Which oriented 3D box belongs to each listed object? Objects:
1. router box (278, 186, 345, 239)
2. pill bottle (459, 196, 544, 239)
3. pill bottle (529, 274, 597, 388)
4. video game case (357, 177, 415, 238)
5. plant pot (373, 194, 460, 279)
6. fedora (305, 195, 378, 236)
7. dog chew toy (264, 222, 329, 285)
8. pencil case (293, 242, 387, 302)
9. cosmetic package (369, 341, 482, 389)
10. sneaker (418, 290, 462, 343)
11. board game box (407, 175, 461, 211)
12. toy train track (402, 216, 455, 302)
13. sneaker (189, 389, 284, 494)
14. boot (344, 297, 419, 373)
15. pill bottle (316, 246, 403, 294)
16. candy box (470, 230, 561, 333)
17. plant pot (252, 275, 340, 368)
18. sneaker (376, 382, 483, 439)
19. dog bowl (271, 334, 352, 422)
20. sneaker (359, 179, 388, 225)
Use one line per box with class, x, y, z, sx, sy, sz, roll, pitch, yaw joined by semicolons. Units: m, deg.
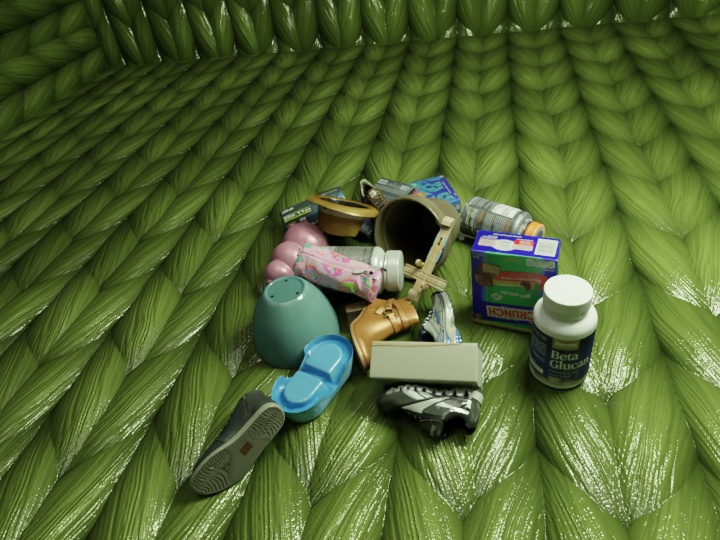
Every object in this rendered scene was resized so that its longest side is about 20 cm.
router box;-0.121;-0.144;1.514;0.198;0.063;0.150;-23;38;-2
pill bottle;0.355;-0.109;1.351;0.199;0.107;0.106;26;50;37
pill bottle;0.371;0.111;0.990;0.110;0.202;0.112;-6;37;5
video game case;0.043;-0.181;1.528;0.200;0.019;0.142;-47;41;-16
plant pot;0.159;-0.103;1.339;0.198;0.202;0.173;17;29;31
fedora;-0.049;-0.135;1.364;0.198;0.083;0.201;10;14;-2
dog chew toy;-0.167;-0.029;1.362;0.124;0.125;0.200;18;54;31
pencil case;-0.047;0.002;1.194;0.198;0.088;0.088;18;44;15
cosmetic package;0.125;0.178;1.014;0.198;0.104;0.074;-2;71;17
sneaker;0.160;0.116;1.137;0.084;0.078;0.201;-11;37;5
board game box;0.170;-0.201;1.557;0.198;0.045;0.153;-16;39;-5
toy train track;0.152;-0.028;1.185;0.114;0.032;0.202;24;87;35
sneaker;-0.231;0.312;0.990;0.200;0.075;0.106;-42;25;-17
boot;0.051;0.125;1.153;0.153;0.074;0.201;-8;40;-4
pill bottle;0.000;0.000;1.285;0.197;0.115;0.114;1;39;14
candy box;0.316;0.028;1.109;0.167;0.202;0.077;9;42;24
plant pot;-0.151;0.092;1.186;0.197;0.136;0.201;-6;38;4
sneaker;0.121;0.257;0.971;0.197;0.067;0.091;-2;46;15
dog bowl;-0.089;0.215;1.076;0.111;0.050;0.200;15;48;33
sneaker;0.041;-0.177;1.451;0.070;0.076;0.200;-33;39;-2
